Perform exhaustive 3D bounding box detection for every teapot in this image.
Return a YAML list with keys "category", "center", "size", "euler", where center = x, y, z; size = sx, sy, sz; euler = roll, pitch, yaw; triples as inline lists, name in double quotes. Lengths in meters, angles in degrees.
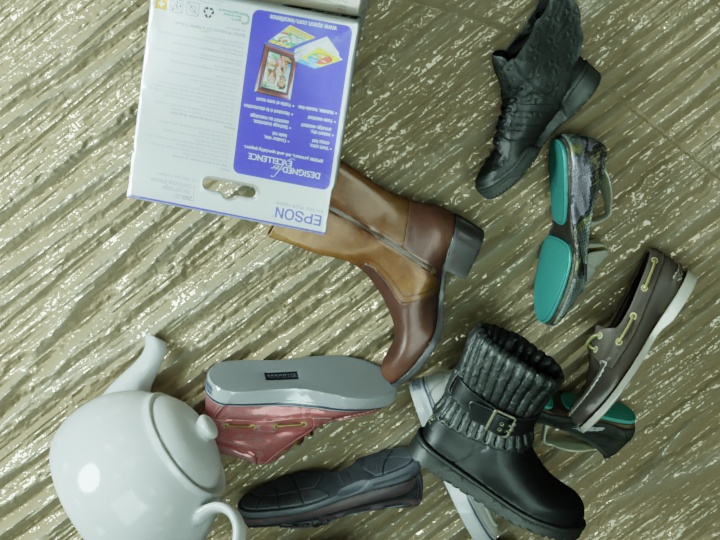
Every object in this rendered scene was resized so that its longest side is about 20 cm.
- category: "teapot"
  center: [-0.199, 0.197, 1.579]
  size: [0.145, 0.198, 0.201]
  euler: [-34, 105, 14]

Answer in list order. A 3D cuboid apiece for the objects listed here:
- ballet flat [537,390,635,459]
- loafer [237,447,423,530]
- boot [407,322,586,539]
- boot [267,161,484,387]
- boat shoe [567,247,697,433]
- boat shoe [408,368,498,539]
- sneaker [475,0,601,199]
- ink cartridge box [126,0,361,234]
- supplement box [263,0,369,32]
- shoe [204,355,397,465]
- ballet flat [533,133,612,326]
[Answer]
- category: "ballet flat"
  center: [0.194, 0.150, 1.670]
  size: [0.198, 0.068, 0.069]
  euler: [23, 114, -12]
- category: "loafer"
  center: [-0.028, 0.245, 1.682]
  size: [0.198, 0.072, 0.064]
  euler: [-15, 114, -3]
- category: "boot"
  center: [0.167, 0.163, 1.593]
  size: [0.210, 0.080, 0.159]
  euler: [30, 105, -10]
- category: "boot"
  center: [0.000, 0.000, 1.600]
  size: [0.198, 0.069, 0.190]
  euler: [23, 106, -11]
- category: "boat shoe"
  center: [0.266, 0.071, 1.632]
  size: [0.059, 0.072, 0.201]
  euler: [35, 86, 0]
- category: "boat shoe"
  center: [0.116, 0.195, 1.678]
  size: [0.069, 0.071, 0.202]
  euler: [-21, 103, 5]
- category: "sneaker"
  center: [0.157, -0.175, 1.561]
  size: [0.104, 0.060, 0.200]
  euler: [40, 96, -17]
- category: "ink cartridge box"
  center: [-0.108, -0.150, 1.469]
  size: [0.196, 0.043, 0.202]
  euler: [11, 105, 6]
- category: "supplement box"
  center: [-0.067, -0.216, 1.506]
  size: [0.125, 0.074, 0.202]
  euler: [17, 107, 3]
- category: "shoe"
  center: [-0.064, 0.145, 1.647]
  size: [0.197, 0.072, 0.092]
  euler: [1, 124, -11]
- category: "ballet flat"
  center: [0.220, -0.039, 1.608]
  size: [0.071, 0.072, 0.203]
  euler: [1, 110, -5]
